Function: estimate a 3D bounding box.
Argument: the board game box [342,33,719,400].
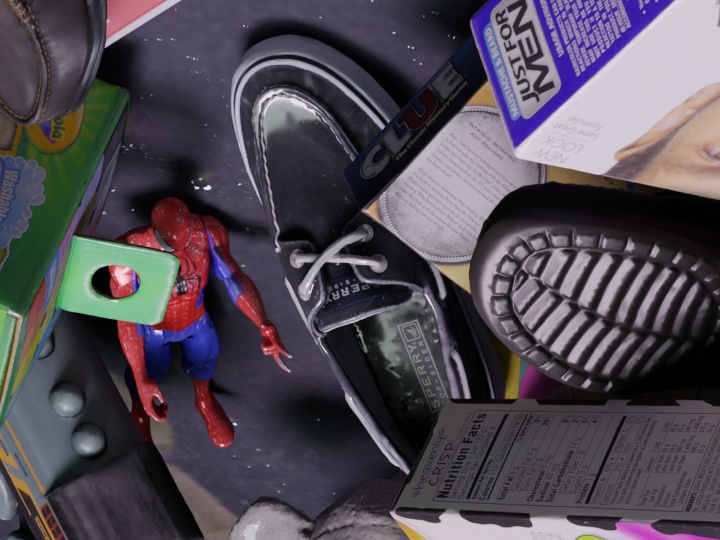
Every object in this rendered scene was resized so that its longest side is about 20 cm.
[{"bbox_3d":[0.109,-0.026,0.911,0.200,0.035,0.136,37,104,-30],"label":"board game box"}]

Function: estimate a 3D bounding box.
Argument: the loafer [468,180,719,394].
[{"bbox_3d":[0.120,0.003,0.866,0.199,0.072,0.073,13,126,-31],"label":"loafer"}]

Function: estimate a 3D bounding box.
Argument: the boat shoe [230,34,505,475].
[{"bbox_3d":[0.000,0.000,0.953,0.071,0.068,0.201,-18,107,19],"label":"boat shoe"}]

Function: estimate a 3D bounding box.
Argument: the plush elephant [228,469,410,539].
[{"bbox_3d":[0.028,0.150,1.155,0.164,0.200,0.156,3,127,26],"label":"plush elephant"}]

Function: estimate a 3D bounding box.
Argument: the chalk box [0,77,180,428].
[{"bbox_3d":[-0.176,-0.019,0.974,0.199,0.124,0.125,23,147,-1],"label":"chalk box"}]

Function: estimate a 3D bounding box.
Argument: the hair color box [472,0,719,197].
[{"bbox_3d":[0.142,-0.108,0.751,0.109,0.065,0.200,9,144,-37],"label":"hair color box"}]

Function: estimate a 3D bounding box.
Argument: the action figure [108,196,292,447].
[{"bbox_3d":[-0.079,0.047,1.085,0.065,0.099,0.201,-17,146,-14],"label":"action figure"}]

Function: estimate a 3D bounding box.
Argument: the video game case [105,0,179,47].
[{"bbox_3d":[-0.143,-0.163,0.875,0.200,0.018,0.143,35,140,-30],"label":"video game case"}]

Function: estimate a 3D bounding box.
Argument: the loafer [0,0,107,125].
[{"bbox_3d":[-0.142,-0.121,0.838,0.073,0.072,0.201,33,149,27],"label":"loafer"}]

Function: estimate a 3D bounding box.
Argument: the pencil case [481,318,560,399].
[{"bbox_3d":[0.115,0.044,1.030,0.198,0.089,0.089,5,145,9],"label":"pencil case"}]

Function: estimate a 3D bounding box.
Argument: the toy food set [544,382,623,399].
[{"bbox_3d":[0.118,0.126,0.982,0.143,0.061,0.200,21,148,-8],"label":"toy food set"}]

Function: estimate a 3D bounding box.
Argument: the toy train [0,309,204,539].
[{"bbox_3d":[-0.146,0.078,1.095,0.085,0.201,0.114,-24,171,-26],"label":"toy train"}]

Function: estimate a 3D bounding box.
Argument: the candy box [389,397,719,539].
[{"bbox_3d":[0.128,0.112,0.854,0.199,0.061,0.137,-2,136,41],"label":"candy box"}]
